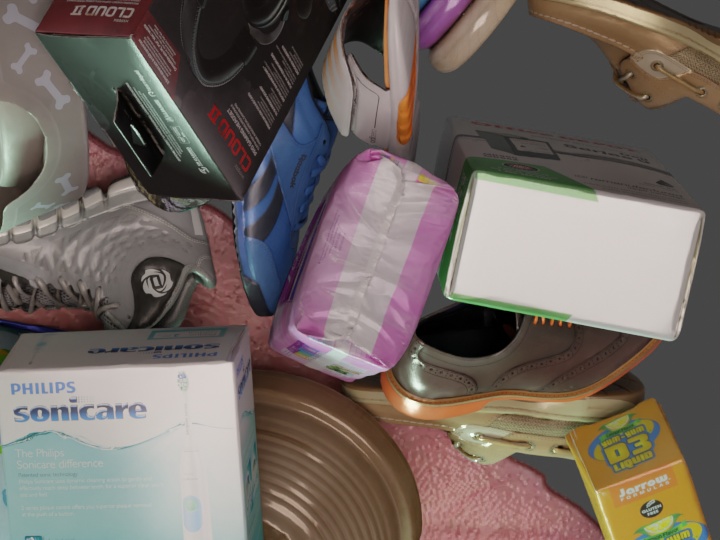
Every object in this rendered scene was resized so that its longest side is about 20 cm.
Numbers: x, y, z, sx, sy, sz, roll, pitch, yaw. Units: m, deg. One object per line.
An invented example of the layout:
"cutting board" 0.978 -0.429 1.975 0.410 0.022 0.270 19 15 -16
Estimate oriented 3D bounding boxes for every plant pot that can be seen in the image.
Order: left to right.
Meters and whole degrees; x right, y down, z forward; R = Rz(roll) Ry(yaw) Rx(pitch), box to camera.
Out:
"plant pot" -0.066 0.173 1.676 0.200 0.093 0.202 7 121 12

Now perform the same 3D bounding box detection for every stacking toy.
"stacking toy" 0.004 -0.215 1.613 0.200 0.085 0.085 38 101 -8

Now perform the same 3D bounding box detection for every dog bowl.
"dog bowl" -0.213 -0.125 1.571 0.058 0.200 0.201 -11 106 -14

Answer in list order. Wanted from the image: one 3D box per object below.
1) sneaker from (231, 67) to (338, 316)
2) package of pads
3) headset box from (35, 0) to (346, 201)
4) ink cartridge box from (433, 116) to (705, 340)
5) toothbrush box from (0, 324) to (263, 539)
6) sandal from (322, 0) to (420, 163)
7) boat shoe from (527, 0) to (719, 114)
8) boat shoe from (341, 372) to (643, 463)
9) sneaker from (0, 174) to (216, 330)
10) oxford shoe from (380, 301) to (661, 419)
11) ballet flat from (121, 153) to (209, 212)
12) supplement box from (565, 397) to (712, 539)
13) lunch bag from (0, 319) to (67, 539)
"sneaker" -0.046 -0.067 1.655 0.078 0.066 0.201 -3 105 -1
"package of pads" 0.000 0.000 1.574 0.075 0.200 0.121 23 83 -4
"headset box" -0.097 -0.149 1.522 0.077 0.201 0.149 5 145 33
"ink cartridge box" 0.121 -0.031 1.606 0.145 0.200 0.085 10 102 -6
"toothbrush box" -0.136 0.141 1.570 0.146 0.085 0.201 -3 105 5
"sandal" 0.005 -0.108 1.596 0.059 0.080 0.207 4 148 4
"boat shoe" 0.193 -0.133 1.646 0.199 0.071 0.065 20 103 -9
"boat shoe" 0.085 0.097 1.699 0.199 0.071 0.065 5 112 -3
"sneaker" -0.185 0.016 1.645 0.199 0.075 0.116 -20 72 3
"oxford shoe" 0.112 0.041 1.636 0.199 0.071 0.073 -16 150 -22
"ballet flat" -0.146 -0.125 1.625 0.072 0.072 0.201 -23 79 4
"supplement box" 0.197 0.181 1.702 0.066 0.069 0.201 -22 126 2
"lunch bag" -0.256 0.121 1.674 0.199 0.127 0.171 13 104 5
